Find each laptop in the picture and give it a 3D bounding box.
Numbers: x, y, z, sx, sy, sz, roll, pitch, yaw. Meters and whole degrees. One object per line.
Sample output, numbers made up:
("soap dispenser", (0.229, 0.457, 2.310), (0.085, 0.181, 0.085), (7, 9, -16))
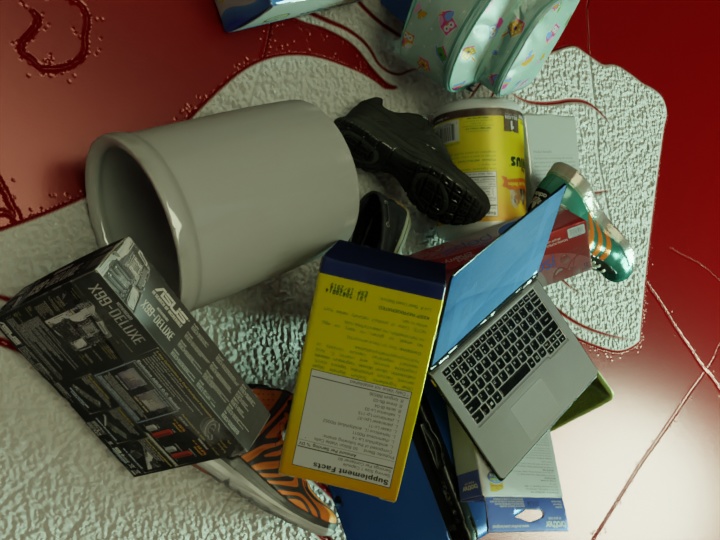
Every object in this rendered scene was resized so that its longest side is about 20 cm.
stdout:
("laptop", (0.164, 0.059, 0.770), (0.187, 0.116, 0.200), (-36, 93, -34))

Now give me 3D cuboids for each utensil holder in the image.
("utensil holder", (-0.124, -0.064, 0.747), (0.200, 0.170, 0.171), (-23, 101, -35))

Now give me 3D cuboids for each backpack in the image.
("backpack", (0.146, -0.289, 0.922), (0.200, 0.176, 0.153), (-24, 64, -41))

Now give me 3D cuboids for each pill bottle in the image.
("pill bottle", (0.145, -0.100, 0.976), (0.109, 0.109, 0.201), (-1, 88, -36))

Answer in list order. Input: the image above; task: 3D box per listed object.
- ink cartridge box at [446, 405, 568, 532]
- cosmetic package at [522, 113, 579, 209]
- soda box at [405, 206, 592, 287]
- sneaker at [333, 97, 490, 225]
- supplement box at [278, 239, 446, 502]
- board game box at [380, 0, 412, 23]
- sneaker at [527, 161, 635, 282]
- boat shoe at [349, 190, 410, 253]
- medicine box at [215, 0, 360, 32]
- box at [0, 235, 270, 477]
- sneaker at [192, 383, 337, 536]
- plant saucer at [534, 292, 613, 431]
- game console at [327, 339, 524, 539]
("ink cartridge box", (0.144, 0.166, 0.823), (0.119, 0.042, 0.201), (12, 58, -36))
("cosmetic package", (0.234, -0.100, 1.063), (0.101, 0.071, 0.201), (-6, 91, -36))
("soda box", (0.151, -0.008, 0.894), (0.199, 0.070, 0.064), (-19, 115, -11))
("sneaker", (0.068, -0.131, 0.911), (0.200, 0.076, 0.091), (36, 55, 1))
("supplement box", (0.004, 0.086, 0.731), (0.108, 0.110, 0.201), (13, 100, 4))
("board game box", (0.119, -0.400, 0.949), (0.045, 0.152, 0.200), (43, 60, 8))
("sneaker", (0.272, -0.041, 1.008), (0.080, 0.071, 0.200), (-48, 120, -9))
("boat shoe", (0.000, 0.000, 0.886), (0.062, 0.074, 0.201), (42, 58, -41))
("medicine box", (-0.077, -0.372, 0.836), (0.182, 0.103, 0.201), (-26, 102, -34))
("box", (-0.196, 0.082, 0.689), (0.200, 0.157, 0.050), (55, 38, -19))
("sneaker", (-0.081, 0.184, 0.819), (0.200, 0.077, 0.112), (42, 66, -27))
("plant saucer", (0.168, 0.125, 0.959), (0.200, 0.199, 0.048), (49, 18, -30))
("game console", (0.059, 0.188, 0.849), (0.170, 0.118, 0.201), (-11, 77, -44))
